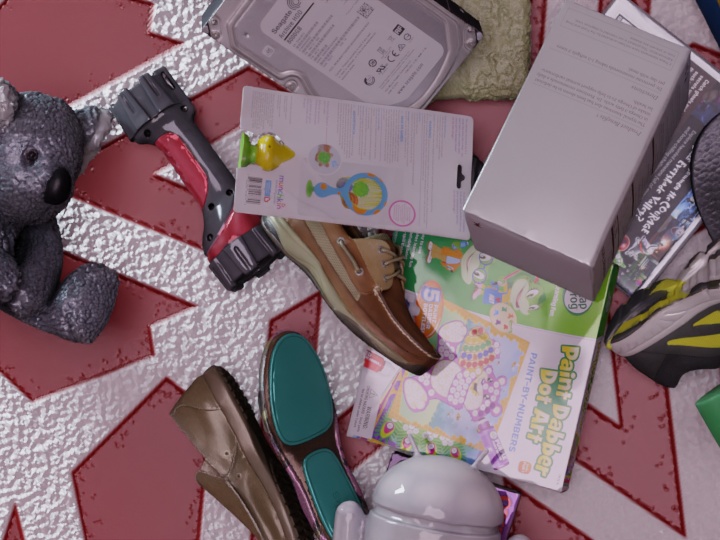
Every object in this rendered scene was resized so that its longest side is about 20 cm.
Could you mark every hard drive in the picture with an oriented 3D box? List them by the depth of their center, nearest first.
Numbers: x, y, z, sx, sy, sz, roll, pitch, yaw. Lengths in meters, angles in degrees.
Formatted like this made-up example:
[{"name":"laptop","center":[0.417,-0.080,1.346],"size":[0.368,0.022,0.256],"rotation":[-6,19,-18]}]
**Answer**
[{"name":"hard drive","center":[-0.015,-0.204,1.686],"size":[0.200,0.038,0.140],"rotation":[33,111,-20]}]

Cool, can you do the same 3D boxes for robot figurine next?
[{"name":"robot figurine","center":[0.058,0.242,1.680],"size":[0.169,0.113,0.201],"rotation":[9,91,5]}]

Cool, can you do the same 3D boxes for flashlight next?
[{"name":"flashlight","center":[-0.147,-0.078,1.768],"size":[0.200,0.068,0.068],"rotation":[53,128,8]}]

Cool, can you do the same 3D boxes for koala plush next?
[{"name":"koala plush","center":[-0.300,-0.065,1.726],"size":[0.183,0.177,0.201],"rotation":[27,102,49]}]

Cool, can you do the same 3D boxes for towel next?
[{"name":"towel","center":[0.079,-0.244,1.756],"size":[0.147,0.036,0.201],"rotation":[-3,88,7]}]

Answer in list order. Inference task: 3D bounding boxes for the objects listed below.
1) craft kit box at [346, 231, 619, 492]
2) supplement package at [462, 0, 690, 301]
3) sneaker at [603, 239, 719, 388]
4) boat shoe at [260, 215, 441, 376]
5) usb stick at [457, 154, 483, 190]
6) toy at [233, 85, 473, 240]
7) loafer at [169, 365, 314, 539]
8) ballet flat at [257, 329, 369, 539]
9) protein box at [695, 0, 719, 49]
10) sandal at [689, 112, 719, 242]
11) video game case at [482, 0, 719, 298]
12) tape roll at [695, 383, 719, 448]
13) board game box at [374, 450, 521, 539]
[{"name":"craft kit box","center":[0.105,0.070,1.731],"size":[0.196,0.049,0.201],"rotation":[13,90,12]},{"name":"supplement package","center":[0.181,-0.097,1.655],"size":[0.116,0.117,0.201],"rotation":[24,80,13]},{"name":"sneaker","center":[0.302,0.031,1.683],"size":[0.200,0.075,0.085],"rotation":[-29,118,35]},{"name":"boat shoe","center":[0.000,0.000,1.704],"size":[0.074,0.076,0.200],"rotation":[-45,74,8]},{"name":"usb stick","center":[0.011,-0.078,1.753],"size":[0.199,0.033,0.056],"rotation":[3,103,13]},{"name":"toy","center":[-0.008,-0.084,1.691],"size":[0.199,0.047,0.116],"rotation":[8,68,-12]},{"name":"loafer","center":[-0.103,0.182,1.754],"size":[0.067,0.076,0.201],"rotation":[-28,77,8]},{"name":"ballet flat","center":[-0.048,0.152,1.746],"size":[0.069,0.071,0.201],"rotation":[-20,88,-24]},{"name":"protein box","center":[0.375,-0.217,1.624],"size":[0.134,0.200,0.199],"rotation":[-26,86,-5]},{"name":"sandal","center":[0.324,-0.042,1.707],"size":[0.076,0.043,0.201],"rotation":[-12,105,4]},{"name":"video game case","center":[0.232,-0.106,1.741],"size":[0.182,0.023,0.200],"rotation":[39,93,7]},{"name":"tape roll","center":[0.368,0.077,1.628],"size":[0.200,0.200,0.048],"rotation":[-30,85,6]},{"name":"board game box","center":[0.055,0.271,1.751],"size":[0.119,0.032,0.201],"rotation":[18,92,12]}]
